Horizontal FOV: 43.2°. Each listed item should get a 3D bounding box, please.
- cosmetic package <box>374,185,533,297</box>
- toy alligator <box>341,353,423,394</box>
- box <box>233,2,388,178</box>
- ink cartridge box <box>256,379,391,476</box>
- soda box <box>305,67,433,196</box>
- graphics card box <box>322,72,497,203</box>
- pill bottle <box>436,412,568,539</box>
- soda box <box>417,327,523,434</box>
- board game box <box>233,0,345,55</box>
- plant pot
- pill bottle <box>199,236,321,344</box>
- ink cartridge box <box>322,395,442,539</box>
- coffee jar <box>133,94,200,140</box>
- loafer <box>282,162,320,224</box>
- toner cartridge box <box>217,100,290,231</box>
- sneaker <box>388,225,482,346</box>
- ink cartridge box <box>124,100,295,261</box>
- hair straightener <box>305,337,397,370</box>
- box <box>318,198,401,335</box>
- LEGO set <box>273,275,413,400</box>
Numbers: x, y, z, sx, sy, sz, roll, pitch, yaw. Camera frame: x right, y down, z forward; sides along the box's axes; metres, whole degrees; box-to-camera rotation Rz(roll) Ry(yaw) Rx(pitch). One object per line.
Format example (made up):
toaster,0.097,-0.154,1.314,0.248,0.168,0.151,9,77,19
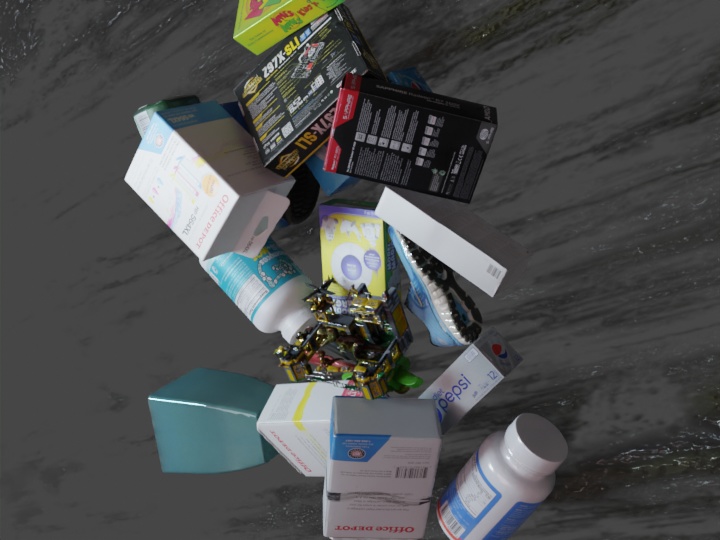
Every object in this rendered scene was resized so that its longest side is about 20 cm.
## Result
cosmetic package,0.122,-0.048,1.206,0.200,0.083,0.051,37,126,21
toy alligator,0.013,0.156,1.375,0.200,0.059,0.054,-11,57,39
box,-0.072,-0.247,1.230,0.200,0.049,0.160,-40,52,22
ink cartridge box,-0.036,0.241,1.381,0.200,0.083,0.145,-9,131,37
soda box,0.013,-0.188,1.248,0.200,0.064,0.068,-39,82,37
graphics card box,0.062,-0.167,1.157,0.200,0.051,0.126,13,127,-3
pill bottle,0.197,0.290,1.248,0.112,0.112,0.200,43,125,16
soda box,0.136,0.170,1.278,0.063,0.068,0.200,47,127,11
board game box,-0.084,-0.382,1.230,0.200,0.048,0.102,-20,55,38
plant pot,-0.224,0.256,1.525,0.200,0.141,0.141,0,105,30
pill bottle,-0.148,0.019,1.405,0.200,0.111,0.111,46,126,14
ink cartridge box,0.025,0.275,1.257,0.144,0.084,0.200,3,124,-6
coffee jar,-0.277,-0.170,1.438,0.085,0.104,0.200,-12,99,41
loafer,-0.109,-0.168,1.346,0.071,0.073,0.200,1,96,39
toner cartridge box,-0.163,-0.155,1.367,0.043,0.095,0.200,-10,100,37
sneaker,0.084,0.022,1.261,0.090,0.078,0.200,-27,88,43
ink cartridge box,-0.202,-0.119,1.268,0.200,0.125,0.129,44,124,15
hair straightener,-0.010,0.116,1.354,0.041,0.077,0.200,47,157,-27
box,0.000,0.000,1.333,0.117,0.048,0.200,8,112,34
LEGO set,-0.028,0.082,1.254,0.200,0.154,0.116,15,138,40
